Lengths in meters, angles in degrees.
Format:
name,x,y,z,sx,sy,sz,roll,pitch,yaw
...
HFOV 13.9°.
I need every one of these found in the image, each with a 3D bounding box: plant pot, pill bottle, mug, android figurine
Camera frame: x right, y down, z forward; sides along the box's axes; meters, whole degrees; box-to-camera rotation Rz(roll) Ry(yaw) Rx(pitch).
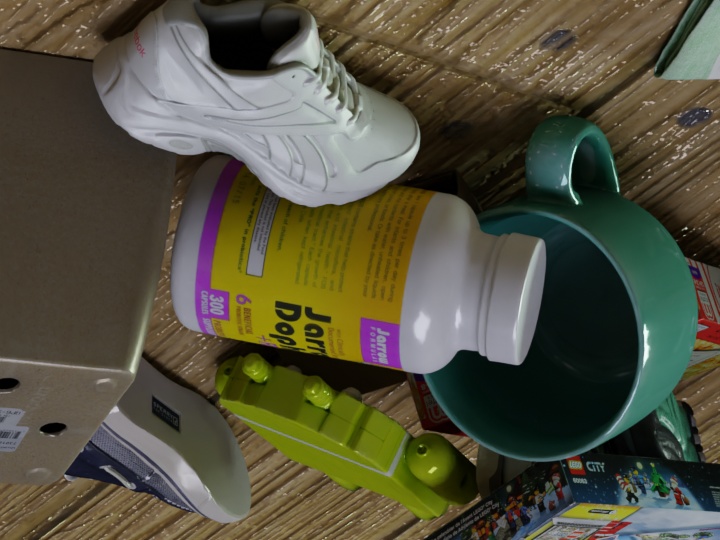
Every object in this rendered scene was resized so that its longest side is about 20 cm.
name,x,y,z,sx,sy,sz,roll,pitch,yaw
plant pot,-0.214,0.007,1.617,0.200,0.177,0.200,7,146,-26
pill bottle,0.000,0.000,1.677,0.200,0.104,0.104,10,152,12
mug,0.131,0.015,1.745,0.185,0.152,0.114,-54,163,27
android figurine,-0.014,0.103,1.886,0.182,0.041,0.200,19,165,31

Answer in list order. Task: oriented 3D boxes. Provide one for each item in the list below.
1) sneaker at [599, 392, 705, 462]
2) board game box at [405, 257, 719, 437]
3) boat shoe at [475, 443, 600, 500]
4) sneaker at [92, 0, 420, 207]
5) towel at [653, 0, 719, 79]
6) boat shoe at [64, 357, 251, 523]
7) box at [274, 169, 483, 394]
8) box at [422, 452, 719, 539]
name,x,y,z,sx,sy,sz,roll,pitch,yaw
sneaker,0.175,0.122,1.944,0.087,0.074,0.200,-15,168,11
board game box,0.150,0.053,1.896,0.200,0.046,0.151,-23,164,23
boat shoe,0.120,0.137,1.901,0.068,0.075,0.200,8,168,12
sneaker,-0.038,-0.097,1.594,0.200,0.078,0.099,13,140,-35
towel,0.283,-0.146,1.653,0.200,0.023,0.153,0,149,-17
boat shoe,-0.154,0.113,1.932,0.093,0.075,0.200,-15,142,22
box,0.016,0.014,1.849,0.163,0.021,0.200,-17,148,12
box,0.150,0.164,1.851,0.200,0.038,0.137,8,145,-43
